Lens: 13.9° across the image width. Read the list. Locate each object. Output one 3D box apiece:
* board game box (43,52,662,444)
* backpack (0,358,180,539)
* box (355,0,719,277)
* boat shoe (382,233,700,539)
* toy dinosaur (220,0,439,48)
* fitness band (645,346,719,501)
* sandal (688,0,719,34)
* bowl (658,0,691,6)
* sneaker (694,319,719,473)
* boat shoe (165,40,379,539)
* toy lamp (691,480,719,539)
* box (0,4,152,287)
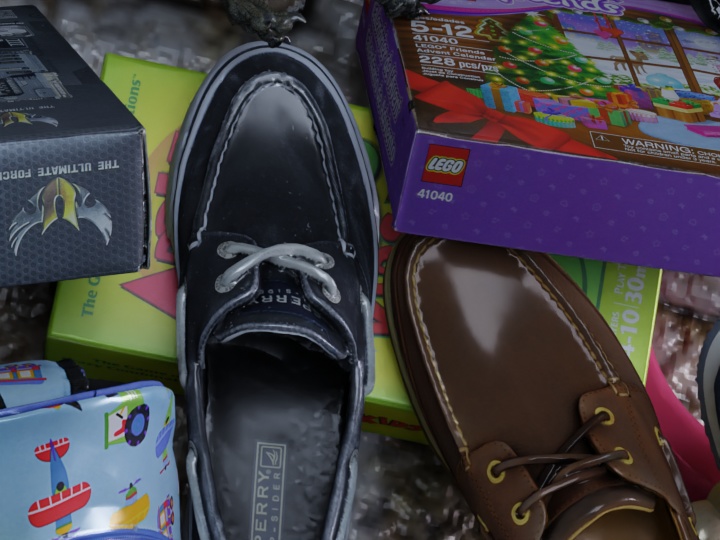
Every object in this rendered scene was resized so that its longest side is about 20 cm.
[{"bbox_3d":[0.000,0.000,1.003,0.199,0.048,0.102,12,74,-5],"label":"board game box"},{"bbox_3d":[-0.131,0.101,0.874,0.182,0.200,0.135,-11,80,-19],"label":"backpack"},{"bbox_3d":[0.103,-0.047,0.983,0.199,0.137,0.039,8,118,-11],"label":"box"},{"bbox_3d":[0.071,0.069,0.936,0.072,0.068,0.201,-26,86,-4],"label":"boat shoe"},{"bbox_3d":[-0.021,-0.118,0.949,0.199,0.047,0.088,-21,77,-12],"label":"toy dinosaur"},{"bbox_3d":[0.179,0.019,1.072,0.199,0.037,0.144,-3,80,-15],"label":"fitness band"},{"bbox_3d":[0.136,-0.099,0.988,0.199,0.075,0.045,11,52,20],"label":"sandal"},{"bbox_3d":[0.183,-0.176,1.041,0.200,0.105,0.202,-4,98,-36],"label":"bowl"},{"bbox_3d":[0.168,0.106,0.943,0.070,0.082,0.201,-30,109,-7],"label":"sneaker"},{"bbox_3d":[-0.028,0.018,0.934,0.071,0.068,0.201,5,75,-6],"label":"boat shoe"},{"bbox_3d":[0.110,0.092,0.998,0.200,0.058,0.058,-33,87,-6],"label":"toy lamp"},{"bbox_3d":[-0.179,-0.034,0.918,0.199,0.158,0.051,-7,110,-17],"label":"box"}]
